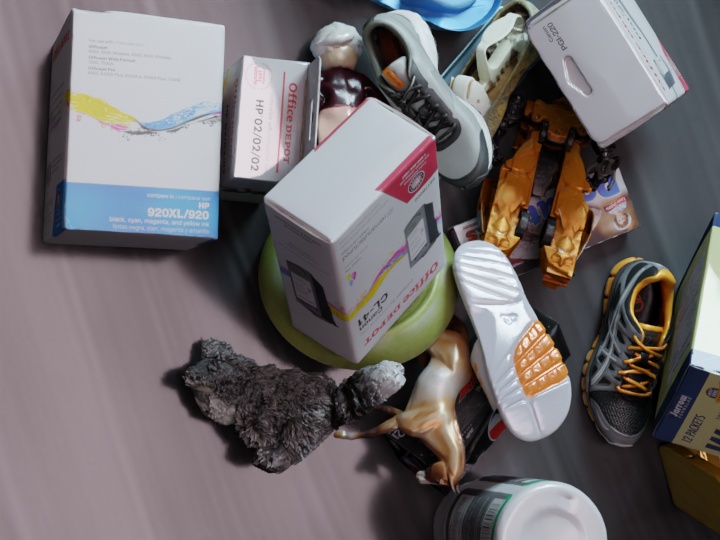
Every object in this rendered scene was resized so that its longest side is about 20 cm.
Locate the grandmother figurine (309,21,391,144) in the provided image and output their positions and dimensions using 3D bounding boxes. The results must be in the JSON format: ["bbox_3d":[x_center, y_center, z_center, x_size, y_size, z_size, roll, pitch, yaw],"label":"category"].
[{"bbox_3d":[-0.020,-0.154,1.617,0.121,0.061,0.201,8,66,-30],"label":"grandmother figurine"}]

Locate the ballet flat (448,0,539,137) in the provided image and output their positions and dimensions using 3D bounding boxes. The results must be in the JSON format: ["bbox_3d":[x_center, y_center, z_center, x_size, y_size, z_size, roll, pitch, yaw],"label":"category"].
[{"bbox_3d":[0.124,-0.192,1.657,0.071,0.071,0.200,37,74,-12],"label":"ballet flat"}]

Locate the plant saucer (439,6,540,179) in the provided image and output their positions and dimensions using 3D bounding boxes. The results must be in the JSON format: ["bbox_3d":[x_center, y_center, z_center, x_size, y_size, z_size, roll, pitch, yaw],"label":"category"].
[{"bbox_3d":[0.108,-0.179,1.698,0.070,0.019,0.200,43,74,-10],"label":"plant saucer"}]

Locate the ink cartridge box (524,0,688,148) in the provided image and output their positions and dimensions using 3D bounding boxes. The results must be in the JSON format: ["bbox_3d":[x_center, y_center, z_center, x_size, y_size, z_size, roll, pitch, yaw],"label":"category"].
[{"bbox_3d":[0.249,-0.212,1.639,0.085,0.200,0.146,-32,90,22],"label":"ink cartridge box"}]

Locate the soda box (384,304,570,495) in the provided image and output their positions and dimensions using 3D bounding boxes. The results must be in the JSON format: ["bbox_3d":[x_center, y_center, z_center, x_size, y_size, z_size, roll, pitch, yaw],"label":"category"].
[{"bbox_3d":[0.119,0.123,1.641,0.200,0.071,0.063,-46,142,-15],"label":"soda box"}]

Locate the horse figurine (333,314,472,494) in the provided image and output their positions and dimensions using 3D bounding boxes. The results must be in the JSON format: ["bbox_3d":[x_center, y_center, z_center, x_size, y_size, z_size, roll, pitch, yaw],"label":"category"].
[{"bbox_3d":[0.060,0.112,1.599,0.132,0.050,0.201,6,58,26],"label":"horse figurine"}]

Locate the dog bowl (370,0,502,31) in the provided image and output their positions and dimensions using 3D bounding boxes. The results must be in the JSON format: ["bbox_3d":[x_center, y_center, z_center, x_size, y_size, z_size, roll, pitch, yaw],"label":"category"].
[{"bbox_3d":[0.050,-0.313,1.673,0.199,0.050,0.112,23,80,-14],"label":"dog bowl"}]

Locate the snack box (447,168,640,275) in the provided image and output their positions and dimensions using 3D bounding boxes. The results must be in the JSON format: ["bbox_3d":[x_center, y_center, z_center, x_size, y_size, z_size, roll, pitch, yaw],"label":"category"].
[{"bbox_3d":[0.192,-0.044,1.710,0.199,0.024,0.072,-21,89,-17],"label":"snack box"}]

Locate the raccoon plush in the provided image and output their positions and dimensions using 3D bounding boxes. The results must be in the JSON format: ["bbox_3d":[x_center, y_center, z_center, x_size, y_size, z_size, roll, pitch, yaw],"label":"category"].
[{"bbox_3d":[-0.070,0.097,1.559,0.200,0.097,0.134,-36,103,14],"label":"raccoon plush"}]

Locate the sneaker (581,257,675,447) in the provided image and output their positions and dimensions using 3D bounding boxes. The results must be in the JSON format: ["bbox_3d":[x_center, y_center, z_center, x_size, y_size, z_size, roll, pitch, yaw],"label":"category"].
[{"bbox_3d":[0.284,0.083,1.703,0.078,0.077,0.201,8,85,-18],"label":"sneaker"}]

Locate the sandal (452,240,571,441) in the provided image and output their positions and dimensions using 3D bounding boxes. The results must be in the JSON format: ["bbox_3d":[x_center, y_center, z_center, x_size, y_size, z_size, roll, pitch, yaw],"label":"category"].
[{"bbox_3d":[0.141,0.071,1.589,0.079,0.059,0.207,-12,69,-17],"label":"sandal"}]

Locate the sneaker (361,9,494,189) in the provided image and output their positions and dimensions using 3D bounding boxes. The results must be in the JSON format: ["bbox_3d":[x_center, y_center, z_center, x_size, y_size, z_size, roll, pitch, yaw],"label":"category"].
[{"bbox_3d":[0.059,-0.165,1.603,0.074,0.079,0.201,-36,78,26],"label":"sneaker"}]

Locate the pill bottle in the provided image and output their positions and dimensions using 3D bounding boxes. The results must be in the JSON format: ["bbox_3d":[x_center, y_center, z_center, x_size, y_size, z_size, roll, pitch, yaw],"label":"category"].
[{"bbox_3d":[0.147,0.255,1.582,0.113,0.200,0.114,1,86,-17],"label":"pill bottle"}]

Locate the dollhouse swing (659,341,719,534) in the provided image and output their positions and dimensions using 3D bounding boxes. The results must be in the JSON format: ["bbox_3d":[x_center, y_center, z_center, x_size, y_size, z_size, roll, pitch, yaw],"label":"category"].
[{"bbox_3d":[0.429,0.154,1.704,0.199,0.182,0.177,-12,105,-17],"label":"dollhouse swing"}]

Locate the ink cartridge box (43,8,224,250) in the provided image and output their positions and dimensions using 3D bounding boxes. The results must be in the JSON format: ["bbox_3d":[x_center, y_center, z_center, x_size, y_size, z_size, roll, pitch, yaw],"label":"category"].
[{"bbox_3d":[-0.212,-0.127,1.525,0.144,0.147,0.201,3,86,-17],"label":"ink cartridge box"}]

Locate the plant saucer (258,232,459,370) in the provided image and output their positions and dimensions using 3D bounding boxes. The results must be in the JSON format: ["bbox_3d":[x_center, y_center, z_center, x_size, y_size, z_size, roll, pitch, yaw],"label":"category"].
[{"bbox_3d":[0.000,0.000,1.601,0.199,0.031,0.201,2,64,-4],"label":"plant saucer"}]

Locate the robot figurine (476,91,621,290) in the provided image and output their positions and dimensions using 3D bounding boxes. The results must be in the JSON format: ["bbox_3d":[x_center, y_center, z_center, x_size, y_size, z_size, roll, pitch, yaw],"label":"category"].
[{"bbox_3d":[0.185,-0.088,1.671,0.144,0.058,0.201,17,65,-2],"label":"robot figurine"}]

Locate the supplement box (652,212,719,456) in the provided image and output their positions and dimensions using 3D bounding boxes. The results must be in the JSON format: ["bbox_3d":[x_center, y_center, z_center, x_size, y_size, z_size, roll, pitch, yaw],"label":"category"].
[{"bbox_3d":[0.418,0.082,1.650,0.199,0.134,0.200,17,53,4],"label":"supplement box"}]

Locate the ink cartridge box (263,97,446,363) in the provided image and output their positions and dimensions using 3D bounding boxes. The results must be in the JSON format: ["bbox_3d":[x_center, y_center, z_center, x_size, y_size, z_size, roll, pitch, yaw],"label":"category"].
[{"bbox_3d":[0.000,-0.034,1.481,0.085,0.200,0.148,31,65,26],"label":"ink cartridge box"}]

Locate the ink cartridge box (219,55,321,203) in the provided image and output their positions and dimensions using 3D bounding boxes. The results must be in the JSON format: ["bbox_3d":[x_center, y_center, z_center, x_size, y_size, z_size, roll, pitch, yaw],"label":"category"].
[{"bbox_3d":[-0.096,-0.132,1.534,0.068,0.200,0.116,5,84,-17],"label":"ink cartridge box"}]
